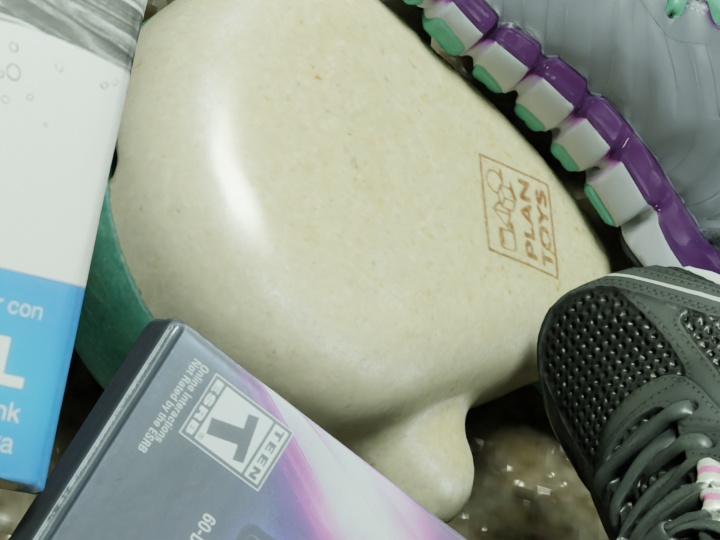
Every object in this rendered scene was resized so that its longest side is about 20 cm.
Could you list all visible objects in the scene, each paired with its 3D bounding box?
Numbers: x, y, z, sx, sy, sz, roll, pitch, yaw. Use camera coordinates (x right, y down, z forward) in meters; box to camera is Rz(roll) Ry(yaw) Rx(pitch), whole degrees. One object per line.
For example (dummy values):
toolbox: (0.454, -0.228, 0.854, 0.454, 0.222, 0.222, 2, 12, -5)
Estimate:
sneaker: (0.092, 0.071, 0.609, 0.086, 0.080, 0.200, 11, 33, -43)
video game case: (-0.006, 0.126, 0.585, 0.200, 0.019, 0.143, 39, 71, -21)
sneaker: (0.076, -0.074, 0.707, 0.200, 0.088, 0.074, 48, 21, -18)
whale figurine: (0.000, 0.000, 0.714, 0.200, 0.104, 0.159, 16, 59, -42)
ink cartridge box: (-0.102, -0.055, 0.612, 0.084, 0.146, 0.200, 14, 84, -14)
